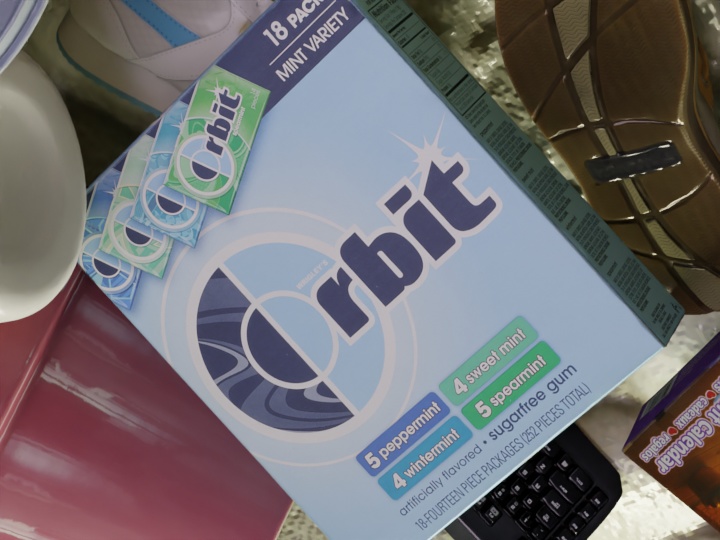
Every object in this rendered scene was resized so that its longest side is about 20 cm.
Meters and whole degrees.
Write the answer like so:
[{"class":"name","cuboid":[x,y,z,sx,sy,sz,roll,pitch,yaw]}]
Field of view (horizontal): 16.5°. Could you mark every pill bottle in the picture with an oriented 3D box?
[{"class":"pill bottle","cuboid":[-0.219,-0.025,0.995,0.199,0.112,0.113,-9,112,28]}]

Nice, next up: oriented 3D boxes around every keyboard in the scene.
[{"class":"keyboard","cuboid":[0.022,0.054,1.071,0.200,0.104,0.040,46,161,-1]}]

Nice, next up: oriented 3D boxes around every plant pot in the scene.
[{"class":"plant pot","cuboid":[-0.120,0.074,1.121,0.178,0.200,0.201,26,127,-5]}]

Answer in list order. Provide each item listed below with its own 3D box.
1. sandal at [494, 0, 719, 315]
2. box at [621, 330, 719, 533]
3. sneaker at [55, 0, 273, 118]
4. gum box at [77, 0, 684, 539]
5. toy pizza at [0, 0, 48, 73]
[{"class":"sandal","cuboid":[0.112,-0.070,0.988,0.080,0.054,0.201,-9,126,28]},{"class":"box","cuboid":[0.217,0.051,0.992,0.137,0.039,0.200,39,128,-2]},{"class":"sneaker","cuboid":[-0.036,-0.094,1.040,0.199,0.077,0.081,25,124,13]},{"class":"gum box","cuboid":[0.000,0.000,0.996,0.170,0.045,0.200,-41,92,26]},{"class":"toy pizza","cuboid":[-0.195,-0.144,0.906,0.199,0.032,0.202,2,97,14]}]
